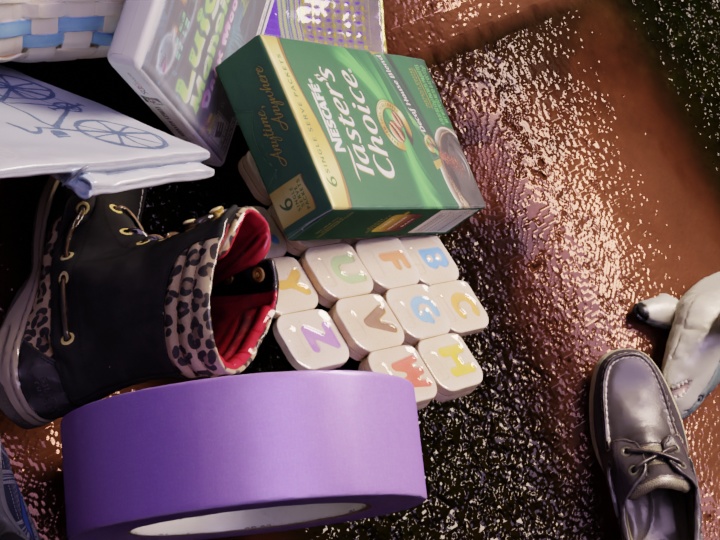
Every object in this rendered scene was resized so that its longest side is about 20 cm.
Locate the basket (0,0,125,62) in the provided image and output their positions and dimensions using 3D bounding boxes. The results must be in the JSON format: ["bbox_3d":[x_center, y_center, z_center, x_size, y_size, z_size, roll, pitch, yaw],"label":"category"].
[{"bbox_3d":[-0.189,-0.226,0.846,0.174,0.139,0.203,-6,106,-33],"label":"basket"}]

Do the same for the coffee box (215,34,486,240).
[{"bbox_3d":[0.000,-0.084,0.935,0.199,0.044,0.124,-3,67,-57],"label":"coffee box"}]

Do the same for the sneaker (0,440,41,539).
[{"bbox_3d":[-0.212,0.138,0.778,0.076,0.085,0.202,-22,65,-10],"label":"sneaker"}]

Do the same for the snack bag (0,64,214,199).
[{"bbox_3d":[-0.205,-0.077,0.761,0.199,0.187,0.022,-13,122,-57],"label":"snack bag"}]

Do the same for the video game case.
[{"bbox_3d":[-0.086,-0.185,0.875,0.023,0.182,0.203,14,80,13],"label":"video game case"}]

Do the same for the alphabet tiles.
[{"bbox_3d":[0.000,0.000,0.931,0.194,0.015,0.201,-8,60,-48],"label":"alphabet tiles"}]

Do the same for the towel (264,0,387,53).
[{"bbox_3d":[-0.068,-0.215,0.999,0.198,0.023,0.146,9,71,-29],"label":"towel"}]

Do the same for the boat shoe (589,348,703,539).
[{"bbox_3d":[0.209,0.152,1.021,0.071,0.065,0.203,-5,78,-4],"label":"boat shoe"}]

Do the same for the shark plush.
[{"bbox_3d":[0.284,0.043,1.133,0.200,0.090,0.084,-34,117,-51],"label":"shark plush"}]

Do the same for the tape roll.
[{"bbox_3d":[-0.064,0.107,0.795,0.198,0.200,0.067,1,74,-31],"label":"tape roll"}]

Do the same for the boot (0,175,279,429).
[{"bbox_3d":[-0.117,-0.009,0.812,0.073,0.149,0.202,54,37,-39],"label":"boot"}]
